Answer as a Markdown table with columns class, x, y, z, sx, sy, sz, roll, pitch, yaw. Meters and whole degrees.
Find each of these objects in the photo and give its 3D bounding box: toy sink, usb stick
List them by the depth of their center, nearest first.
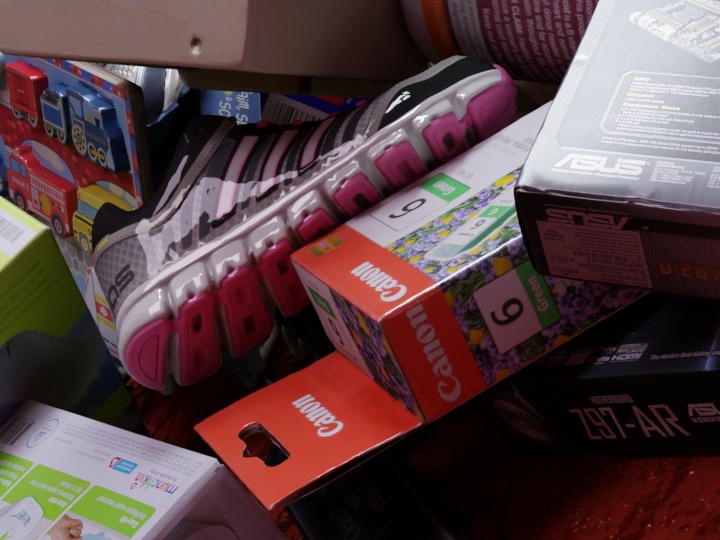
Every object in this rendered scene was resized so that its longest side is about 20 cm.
| class | x | y | z | sx | sy | sz | roll | pitch | yaw |
| --- | --- | --- | --- | --- | --- | --- | --- | --- | --- |
| usb stick | 0.004 | 0.101 | 1.019 | 0.055 | 0.033 | 0.200 | -46 | 23 | 1 |
| toy sink | -0.044 | -0.133 | 1.098 | 0.130 | 0.113 | 0.200 | 6 | 5 | 31 |

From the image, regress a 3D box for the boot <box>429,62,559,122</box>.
| class | x | y | z | sx | sy | sz | roll | pitch | yaw |
| --- | --- | --- | --- | --- | --- | --- | --- | --- | --- |
| boot | 0.111 | -0.117 | 1.201 | 0.155 | 0.073 | 0.200 | -35 | 25 | 11 |

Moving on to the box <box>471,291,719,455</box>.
| class | x | y | z | sx | sy | sz | roll | pitch | yaw |
| --- | --- | --- | --- | --- | --- | --- | --- | --- | --- |
| box | 0.153 | -0.002 | 0.968 | 0.200 | 0.044 | 0.160 | -6 | 40 | 52 |

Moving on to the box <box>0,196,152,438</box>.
| class | x | y | z | sx | sy | sz | roll | pitch | yaw |
| --- | --- | --- | --- | --- | --- | --- | --- | --- | --- |
| box | -0.169 | 0.072 | 1.170 | 0.048 | 0.200 | 0.122 | 30 | 66 | 33 |

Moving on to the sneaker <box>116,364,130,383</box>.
| class | x | y | z | sx | sy | sz | roll | pitch | yaw |
| --- | --- | --- | --- | --- | --- | --- | --- | --- | --- |
| sneaker | -0.188 | 0.042 | 1.339 | 0.079 | 0.089 | 0.200 | -45 | 23 | -10 |

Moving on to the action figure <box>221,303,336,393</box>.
| class | x | y | z | sx | sy | sz | roll | pitch | yaw |
| --- | --- | --- | --- | --- | --- | --- | --- | --- | --- |
| action figure | 0.000 | 0.000 | 1.118 | 0.119 | 0.102 | 0.200 | -33 | 13 | -34 |

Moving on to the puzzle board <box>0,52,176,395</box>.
| class | x | y | z | sx | sy | sz | roll | pitch | yaw |
| --- | --- | --- | --- | --- | --- | --- | --- | --- | --- |
| puzzle board | -0.150 | -0.038 | 1.216 | 0.017 | 0.151 | 0.200 | -17 | 25 | -29 |

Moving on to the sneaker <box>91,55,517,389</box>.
| class | x | y | z | sx | sy | sz | roll | pitch | yaw |
| --- | --- | --- | --- | --- | --- | --- | --- | --- | --- |
| sneaker | -0.030 | -0.039 | 1.046 | 0.200 | 0.074 | 0.088 | -35 | 58 | -4 |

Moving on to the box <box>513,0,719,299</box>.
| class | x | y | z | sx | sy | sz | roll | pitch | yaw |
| --- | --- | --- | --- | --- | --- | --- | --- | --- | --- |
| box | 0.173 | -0.058 | 0.890 | 0.199 | 0.048 | 0.159 | 7 | 50 | 25 |

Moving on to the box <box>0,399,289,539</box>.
| class | x | y | z | sx | sy | sz | roll | pitch | yaw |
| --- | --- | --- | --- | --- | --- | --- | --- | --- | --- |
| box | -0.134 | 0.155 | 1.044 | 0.177 | 0.097 | 0.200 | -48 | 25 | -18 |

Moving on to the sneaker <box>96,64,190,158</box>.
| class | x | y | z | sx | sy | sz | roll | pitch | yaw |
| --- | --- | --- | --- | --- | --- | --- | --- | --- | --- |
| sneaker | -0.137 | -0.119 | 1.229 | 0.077 | 0.085 | 0.200 | -59 | 30 | 26 |

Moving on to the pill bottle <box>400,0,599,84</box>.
| class | x | y | z | sx | sy | sz | roll | pitch | yaw |
| --- | --- | --- | --- | --- | --- | --- | --- | --- | --- |
| pill bottle | 0.127 | -0.130 | 1.059 | 0.199 | 0.114 | 0.114 | 9 | 47 | 28 |

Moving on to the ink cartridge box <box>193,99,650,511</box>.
| class | x | y | z | sx | sy | sz | roll | pitch | yaw |
| --- | --- | --- | --- | --- | --- | --- | --- | --- | --- |
| ink cartridge box | 0.026 | 0.008 | 0.971 | 0.199 | 0.051 | 0.109 | -30 | 21 | -11 |

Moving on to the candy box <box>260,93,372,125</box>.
| class | x | y | z | sx | sy | sz | roll | pitch | yaw |
| --- | --- | --- | --- | --- | --- | --- | --- | --- | --- |
| candy box | -0.045 | -0.136 | 1.335 | 0.170 | 0.077 | 0.200 | -68 | 23 | 2 |

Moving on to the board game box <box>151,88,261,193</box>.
| class | x | y | z | sx | sy | sz | roll | pitch | yaw |
| --- | --- | --- | --- | --- | --- | --- | --- | --- | --- |
| board game box | -0.096 | -0.079 | 1.263 | 0.135 | 0.034 | 0.201 | -49 | 35 | 44 |
